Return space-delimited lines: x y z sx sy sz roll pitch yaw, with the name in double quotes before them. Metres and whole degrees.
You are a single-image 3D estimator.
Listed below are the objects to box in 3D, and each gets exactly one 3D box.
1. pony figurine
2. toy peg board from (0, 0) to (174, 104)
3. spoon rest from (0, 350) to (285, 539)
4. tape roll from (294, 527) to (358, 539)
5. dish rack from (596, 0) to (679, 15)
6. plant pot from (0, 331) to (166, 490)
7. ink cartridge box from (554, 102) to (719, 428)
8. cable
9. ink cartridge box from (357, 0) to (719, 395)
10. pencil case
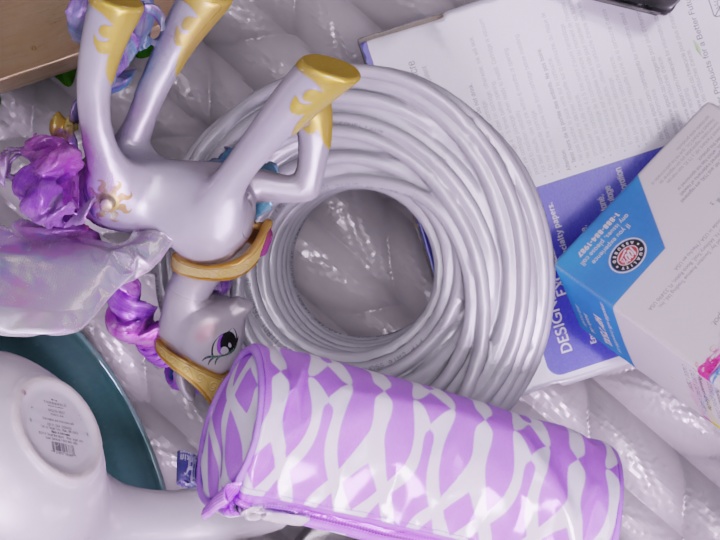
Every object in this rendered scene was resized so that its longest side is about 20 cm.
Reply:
"pony figurine" -0.107 -0.033 1.329 0.193 0.167 0.200 18 116 -2
"toy peg board" -0.191 -0.169 1.429 0.199 0.098 0.200 -19 75 -4
"spoon rest" -0.123 0.094 1.336 0.061 0.200 0.100 -32 56 33
"tape roll" 0.047 0.196 1.455 0.202 0.037 0.203 0 89 -5
"dish rack" 0.089 -0.211 1.427 0.200 0.055 0.154 17 87 21
"plant pot" -0.195 0.123 1.376 0.134 0.200 0.201 -22 91 23
"ink cartridge box" 0.204 0.024 1.358 0.116 0.067 0.200 -46 59 -12
"cable" 0.000 0.000 1.412 0.200 0.069 0.200 40 105 9
"ink cartridge box" 0.120 -0.052 1.463 0.199 0.047 0.198 -17 91 -2
"pencil case" 0.022 0.095 1.327 0.199 0.084 0.086 14 46 -17
